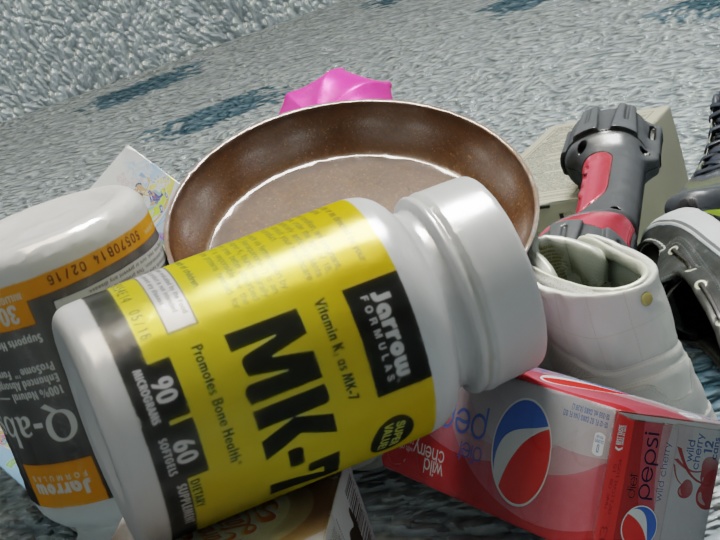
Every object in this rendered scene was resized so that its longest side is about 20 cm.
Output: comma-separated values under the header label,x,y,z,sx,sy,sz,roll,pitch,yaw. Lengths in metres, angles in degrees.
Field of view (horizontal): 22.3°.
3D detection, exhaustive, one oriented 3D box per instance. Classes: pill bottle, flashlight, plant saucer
label,x,y,z,sx,sy,sz,roll,pitch,yaw
pill bottle,-0.137,0.065,0.978,0.116,0.201,0.116,-19,14,5
flashlight,0.140,-0.037,1.121,0.068,0.068,0.200,-45,15,30
plant saucer,-0.004,-0.020,0.975,0.199,0.035,0.201,-5,41,4
pill bottle,-0.026,0.035,0.818,0.199,0.115,0.114,-22,15,-13

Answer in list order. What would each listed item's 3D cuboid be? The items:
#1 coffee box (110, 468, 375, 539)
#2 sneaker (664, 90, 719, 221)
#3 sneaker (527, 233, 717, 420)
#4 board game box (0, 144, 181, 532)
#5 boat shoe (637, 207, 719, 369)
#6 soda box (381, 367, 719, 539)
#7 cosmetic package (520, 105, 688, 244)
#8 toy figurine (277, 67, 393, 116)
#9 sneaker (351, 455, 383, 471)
label,x,y,z,sx,sy,sz,roll,pitch,yaw
coffee box,-0.057,0.162,0.776,0.114,0.080,0.200,-15,15,11
sneaker,0.262,-0.084,1.286,0.074,0.081,0.200,-8,18,35
sneaker,0.110,0.030,0.991,0.074,0.116,0.200,-27,16,-25
board game box,-0.153,0.039,1.104,0.134,0.034,0.200,35,80,23
boat shoe,0.194,0.013,1.048,0.056,0.069,0.200,-20,17,-8
soda box,0.085,0.084,0.876,0.063,0.070,0.200,9,2,-28
cosmetic package,0.152,-0.047,1.295,0.103,0.073,0.200,-8,17,32
toy figurine,0.003,-0.043,1.165,0.150,0.185,0.200,7,29,22
sneaker,-0.010,0.085,1.065,0.082,0.077,0.200,5,1,-34
